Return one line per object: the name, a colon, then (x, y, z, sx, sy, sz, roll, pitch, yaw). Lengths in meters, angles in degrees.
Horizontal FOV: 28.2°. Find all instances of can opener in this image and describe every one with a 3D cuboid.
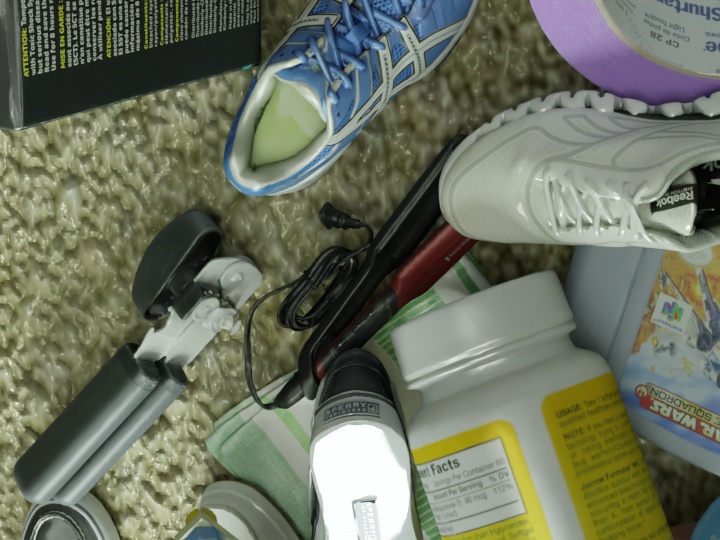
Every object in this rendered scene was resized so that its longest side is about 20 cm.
can opener: (-0.132, 0.056, 0.843, 0.201, 0.052, 0.067, -50, 58, 13)

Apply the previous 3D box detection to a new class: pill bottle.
pill bottle: (0.091, 0.110, 0.740, 0.113, 0.114, 0.202, -21, 83, 15)

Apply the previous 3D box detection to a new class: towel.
towel: (0.026, 0.100, 0.842, 0.199, 0.023, 0.153, -37, 98, 17)

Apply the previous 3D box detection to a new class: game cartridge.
game cartridge: (0.196, 0.038, 0.750, 0.198, 0.041, 0.135, 25, 107, 26)

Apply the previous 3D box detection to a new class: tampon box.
tampon box: (-0.158, -0.152, 0.685, 0.148, 0.200, 0.128, 9, 109, 26)

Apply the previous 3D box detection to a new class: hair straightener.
hair straightener: (0.000, 0.000, 0.807, 0.200, 0.041, 0.077, -49, 60, 17)

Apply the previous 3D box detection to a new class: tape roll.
tape roll: (0.176, -0.161, 0.662, 0.197, 0.066, 0.201, 7, 143, 5)

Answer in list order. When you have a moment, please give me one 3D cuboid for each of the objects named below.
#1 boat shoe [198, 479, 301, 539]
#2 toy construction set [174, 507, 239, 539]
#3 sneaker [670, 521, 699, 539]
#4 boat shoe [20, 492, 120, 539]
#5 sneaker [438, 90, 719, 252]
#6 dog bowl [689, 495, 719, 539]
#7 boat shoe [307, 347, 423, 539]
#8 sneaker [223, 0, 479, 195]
boat shoe: (-0.061, 0.227, 0.861, 0.070, 0.069, 0.202, -9, 106, 36)
toy construction set: (-0.024, 0.218, 0.788, 0.198, 0.092, 0.133, 21, 108, -5)
sneaker: (0.115, 0.188, 0.819, 0.199, 0.076, 0.105, -37, 111, 21)
boat shoe: (-0.192, 0.237, 0.895, 0.069, 0.066, 0.203, 10, 107, 6)
sneaker: (0.129, -0.043, 0.697, 0.197, 0.081, 0.076, -7, 120, 20)
dog bowl: (0.263, 0.195, 0.779, 0.199, 0.050, 0.112, 39, 83, -18)
boat shoe: (0.000, 0.131, 0.812, 0.071, 0.068, 0.202, -4, 130, 3)
sneaker: (-0.002, -0.112, 0.754, 0.075, 0.077, 0.201, 37, 107, -1)
